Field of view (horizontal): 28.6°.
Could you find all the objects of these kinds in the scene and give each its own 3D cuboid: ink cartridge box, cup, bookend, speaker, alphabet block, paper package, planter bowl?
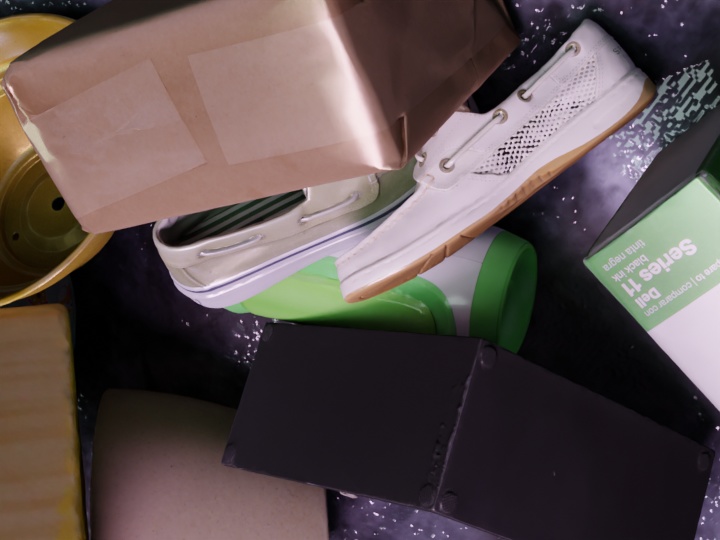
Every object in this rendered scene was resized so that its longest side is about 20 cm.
[{"bbox_3d":[0.224,0.018,0.702,0.200,0.147,0.083,48,128,-2],"label":"ink cartridge box"},{"bbox_3d":[-0.092,0.174,0.936,0.143,0.200,0.201,-4,117,-1],"label":"cup"},{"bbox_3d":[0.060,0.108,0.825,0.199,0.092,0.200,26,165,-35],"label":"bookend"},{"bbox_3d":[0.000,0.000,0.844,0.200,0.088,0.089,12,120,21],"label":"speaker"},{"bbox_3d":[-0.264,0.157,0.845,0.200,0.197,0.196,-4,141,-12],"label":"alphabet block"},{"bbox_3d":[-0.045,-0.115,0.740,0.200,0.191,0.104,-10,113,31],"label":"paper package"},{"bbox_3d":[-0.211,-0.056,0.897,0.200,0.083,0.201,-8,68,19],"label":"planter bowl"}]

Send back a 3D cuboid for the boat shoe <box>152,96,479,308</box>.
[{"bbox_3d":[-0.023,-0.047,0.788,0.200,0.062,0.072,-34,62,0],"label":"boat shoe"}]

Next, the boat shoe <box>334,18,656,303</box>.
[{"bbox_3d":[0.060,-0.060,0.754,0.200,0.071,0.069,-36,86,-4],"label":"boat shoe"}]

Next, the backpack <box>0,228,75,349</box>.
[{"bbox_3d":[-0.306,0.034,0.980,0.200,0.153,0.176,19,120,7],"label":"backpack"}]
